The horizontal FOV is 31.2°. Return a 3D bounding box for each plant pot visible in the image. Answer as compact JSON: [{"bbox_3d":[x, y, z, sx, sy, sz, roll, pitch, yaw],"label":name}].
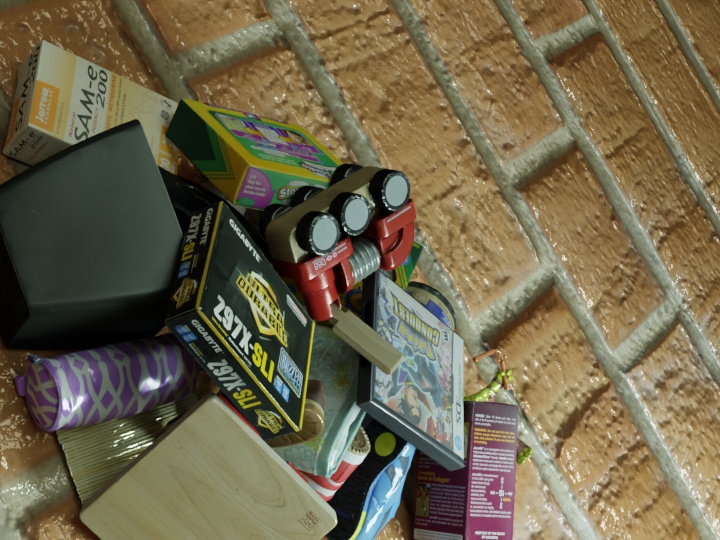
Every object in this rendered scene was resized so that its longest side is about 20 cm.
[{"bbox_3d":[-0.311,-0.017,1.395,0.176,0.199,0.202,-18,81,-31],"label":"plant pot"}]

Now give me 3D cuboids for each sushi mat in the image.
[{"bbox_3d":[-0.250,0.192,1.459,0.199,0.012,0.097,-16,80,-46],"label":"sushi mat"}]

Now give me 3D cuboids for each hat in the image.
[{"bbox_3d":[-0.191,-0.043,1.477,0.200,0.081,0.201,38,9,-7],"label":"hat"}]

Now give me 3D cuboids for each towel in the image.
[{"bbox_3d":[-0.074,0.144,1.535,0.049,0.169,0.201,82,28,-43],"label":"towel"}]

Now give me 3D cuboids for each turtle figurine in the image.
[{"bbox_3d":[0.154,0.220,1.784,0.200,0.064,0.162,-44,105,-23],"label":"turtle figurine"}]

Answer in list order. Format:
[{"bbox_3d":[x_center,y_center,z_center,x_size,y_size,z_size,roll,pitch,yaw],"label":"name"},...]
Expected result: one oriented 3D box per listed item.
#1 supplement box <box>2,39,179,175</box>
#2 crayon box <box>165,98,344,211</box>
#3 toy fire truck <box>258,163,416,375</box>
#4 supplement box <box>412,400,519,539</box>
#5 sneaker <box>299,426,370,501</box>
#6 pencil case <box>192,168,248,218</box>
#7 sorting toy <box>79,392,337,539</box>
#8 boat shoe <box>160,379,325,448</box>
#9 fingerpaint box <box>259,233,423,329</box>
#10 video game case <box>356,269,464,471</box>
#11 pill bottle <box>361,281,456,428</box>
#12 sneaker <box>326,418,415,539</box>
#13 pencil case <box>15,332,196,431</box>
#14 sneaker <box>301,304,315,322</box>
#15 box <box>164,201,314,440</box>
[{"bbox_3d":[-0.315,-0.170,1.543,0.198,0.073,0.128,22,54,-33],"label":"supplement box"},{"bbox_3d":[-0.110,-0.129,1.564,0.198,0.059,0.173,8,27,-43],"label":"crayon box"},{"bbox_3d":[0.000,0.000,1.482,0.175,0.128,0.203,-32,119,-34],"label":"toy fire truck"},{"bbox_3d":[0.135,0.271,1.664,0.085,0.110,0.203,10,80,-35],"label":"supplement box"},{"bbox_3d":[-0.062,0.194,1.604,0.071,0.113,0.201,16,29,-33],"label":"sneaker"},{"bbox_3d":[-0.180,-0.044,1.600,0.088,0.078,0.202,20,54,-16],"label":"pencil case"},{"bbox_3d":[-0.162,0.252,1.396,0.200,0.198,0.070,46,11,-17],"label":"sorting toy"},{"bbox_3d":[-0.129,0.161,1.451,0.073,0.197,0.073,-82,149,-46],"label":"boat shoe"},{"bbox_3d":[-0.038,-0.003,1.654,0.198,0.074,0.168,27,45,1],"label":"fingerpaint box"},{"bbox_3d":[0.065,0.121,1.565,0.200,0.025,0.183,39,43,-41],"label":"video game case"},{"bbox_3d":[0.046,0.118,1.700,0.112,0.111,0.201,45,45,-15],"label":"pill bottle"},{"bbox_3d":[0.027,0.255,1.600,0.078,0.066,0.202,34,82,-50],"label":"sneaker"},{"bbox_3d":[-0.276,0.121,1.421,0.198,0.085,0.085,-7,100,-43],"label":"pencil case"},{"bbox_3d":[-0.122,0.052,1.500,0.078,0.083,0.199,37,22,35],"label":"sneaker"},{"bbox_3d":[-0.121,0.054,1.354,0.201,0.049,0.161,55,28,-35],"label":"box"}]
